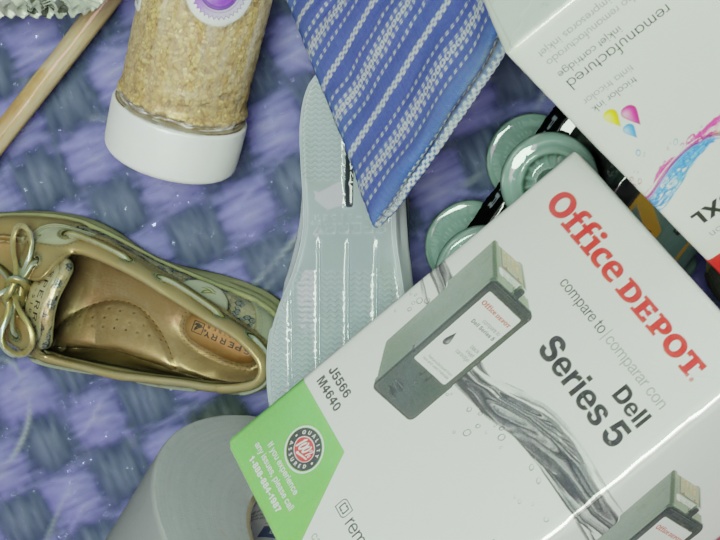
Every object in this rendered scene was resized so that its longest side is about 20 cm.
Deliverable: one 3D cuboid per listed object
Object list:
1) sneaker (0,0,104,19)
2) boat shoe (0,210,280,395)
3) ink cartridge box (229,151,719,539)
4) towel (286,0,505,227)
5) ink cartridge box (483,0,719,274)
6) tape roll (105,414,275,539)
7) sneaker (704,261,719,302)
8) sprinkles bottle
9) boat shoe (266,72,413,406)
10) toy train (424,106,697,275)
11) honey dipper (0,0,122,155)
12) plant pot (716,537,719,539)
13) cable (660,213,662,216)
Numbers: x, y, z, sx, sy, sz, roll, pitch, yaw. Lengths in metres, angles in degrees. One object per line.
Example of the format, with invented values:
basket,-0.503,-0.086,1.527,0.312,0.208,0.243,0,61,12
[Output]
sneaker,-0.184,-0.181,0.788,0.198,0.070,0.100,9,59,27
boat shoe,-0.131,0.017,0.805,0.198,0.063,0.074,12,100,7
ink cartridge box,0.064,0.072,0.658,0.200,0.084,0.146,-41,46,6
towel,0.007,-0.141,0.700,0.024,0.201,0.145,5,136,-31
ink cartridge box,0.146,-0.076,0.597,0.116,0.068,0.200,-38,129,18
tape roll,-0.022,0.158,0.736,0.199,0.200,0.066,35,113,2
sneaker,0.241,-0.048,0.735,0.199,0.089,0.077,-33,117,2
sprinkles bottle,-0.070,-0.144,0.750,0.068,0.068,0.202,18,114,5
boat shoe,0.000,0.000,0.772,0.071,0.062,0.202,6,90,16
toy train,0.112,-0.028,0.760,0.114,0.085,0.201,35,99,-11
honey dipper,-0.154,-0.104,0.808,0.038,0.038,0.200,41,103,1
plant pot,0.192,0.124,0.719,0.177,0.200,0.202,-6,97,25
cable,0.198,-0.098,0.676,0.199,0.050,0.097,-31,128,6
